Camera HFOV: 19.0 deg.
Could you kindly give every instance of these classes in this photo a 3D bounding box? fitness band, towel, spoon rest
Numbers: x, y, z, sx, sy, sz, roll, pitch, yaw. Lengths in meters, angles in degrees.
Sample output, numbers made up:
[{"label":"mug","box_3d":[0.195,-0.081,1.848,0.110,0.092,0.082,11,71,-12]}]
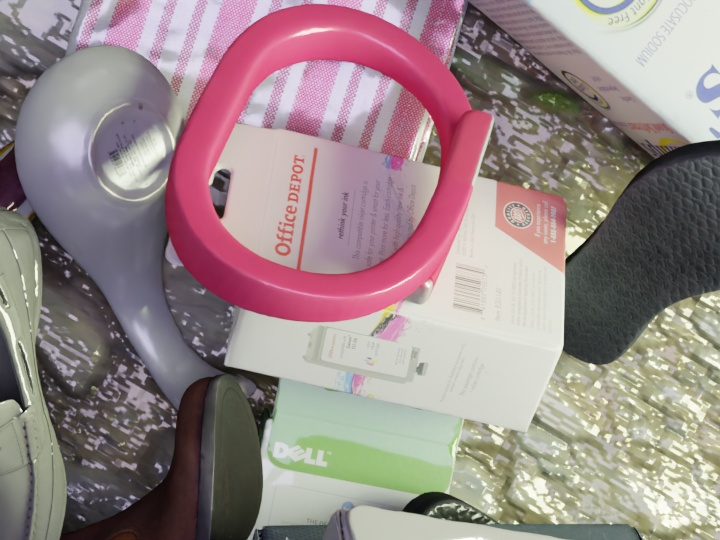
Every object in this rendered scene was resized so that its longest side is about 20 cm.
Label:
[{"label":"fitness band","box_3d":[-0.015,-0.053,1.062,0.143,0.037,0.200,20,49,3]},{"label":"towel","box_3d":[-0.049,-0.129,1.144,0.199,0.030,0.147,16,91,-5]},{"label":"spoon rest","box_3d":[-0.117,-0.019,1.115,0.099,0.061,0.201,-29,109,-31]}]

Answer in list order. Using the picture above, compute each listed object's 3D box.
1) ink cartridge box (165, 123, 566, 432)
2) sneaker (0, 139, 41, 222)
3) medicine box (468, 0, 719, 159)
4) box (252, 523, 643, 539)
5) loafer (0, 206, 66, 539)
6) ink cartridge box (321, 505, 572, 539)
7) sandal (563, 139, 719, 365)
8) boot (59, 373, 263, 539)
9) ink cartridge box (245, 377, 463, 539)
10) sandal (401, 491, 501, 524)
[{"label":"ink cartridge box","box_3d":[0.000,0.000,1.095,0.199,0.117,0.068,14,133,-6]},{"label":"sneaker","box_3d":[-0.244,-0.021,1.111,0.200,0.075,0.090,-41,101,-2]},{"label":"medicine box","box_3d":[0.175,-0.166,1.110,0.200,0.103,0.182,38,87,-11]},{"label":"box","box_3d":[0.037,0.202,1.076,0.199,0.051,0.158,0,122,-14]},{"label":"loafer","box_3d":[-0.187,0.069,1.054,0.070,0.070,0.201,-3,97,19]},{"label":"ink cartridge box","box_3d":[0.030,0.221,1.005,0.147,0.086,0.200,10,120,-18]},{"label":"sandal","box_3d":[0.155,-0.017,1.098,0.076,0.200,0.043,44,54,-6]},{"label":"boot","box_3d":[-0.155,0.135,1.116,0.199,0.068,0.189,9,102,19]},{"label":"ink cartridge box","box_3d":[-0.011,0.130,1.144,0.103,0.059,0.201,12,92,-5]},{"label":"sandal","box_3d":[0.083,0.175,1.145,0.200,0.048,0.075,41,78,-31]}]
